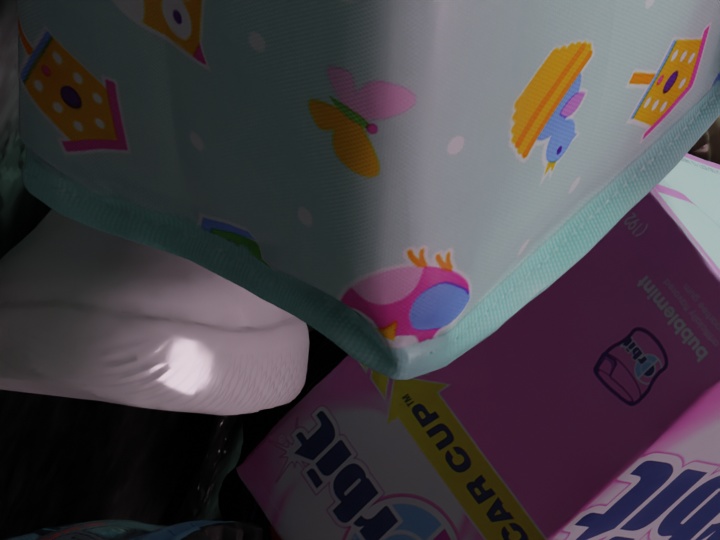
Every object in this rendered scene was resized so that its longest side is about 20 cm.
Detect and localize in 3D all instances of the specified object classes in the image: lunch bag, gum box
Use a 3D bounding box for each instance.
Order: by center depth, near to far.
[{"bbox_3d":[0.034,-0.104,0.541,0.200,0.122,0.171,-34,139,-39],"label":"lunch bag"},{"bbox_3d":[0.076,0.040,0.683,0.114,0.066,0.200,-45,153,18],"label":"gum box"}]

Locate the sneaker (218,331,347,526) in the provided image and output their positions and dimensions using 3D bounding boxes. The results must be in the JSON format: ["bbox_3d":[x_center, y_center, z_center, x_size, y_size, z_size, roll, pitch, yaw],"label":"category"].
[{"bbox_3d":[0.000,0.000,0.776,0.076,0.087,0.201,-8,116,-48],"label":"sneaker"}]

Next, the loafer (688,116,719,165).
[{"bbox_3d":[0.056,-0.033,0.693,0.076,0.068,0.200,-50,149,21],"label":"loafer"}]

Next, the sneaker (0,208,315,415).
[{"bbox_3d":[-0.037,-0.023,0.633,0.200,0.075,0.089,-44,140,-75],"label":"sneaker"}]

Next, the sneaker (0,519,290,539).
[{"bbox_3d":[-0.045,0.088,0.683,0.200,0.095,0.080,31,65,-65],"label":"sneaker"}]
